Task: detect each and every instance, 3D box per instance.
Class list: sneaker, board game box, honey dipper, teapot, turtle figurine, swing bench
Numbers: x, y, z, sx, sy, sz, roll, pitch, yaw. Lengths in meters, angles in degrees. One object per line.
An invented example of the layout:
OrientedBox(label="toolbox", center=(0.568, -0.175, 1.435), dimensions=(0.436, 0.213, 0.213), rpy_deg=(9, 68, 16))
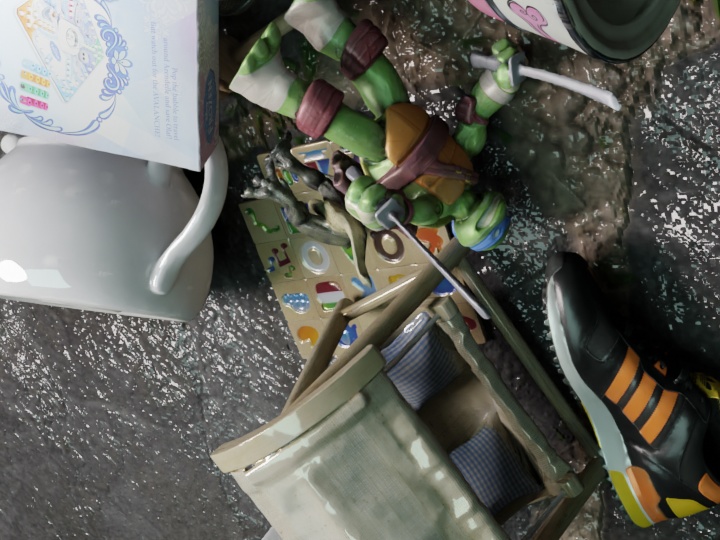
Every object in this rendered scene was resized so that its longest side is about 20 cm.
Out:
OrientedBox(label="sneaker", center=(0.184, 0.069, 0.816), dimensions=(0.089, 0.070, 0.202), rpy_deg=(-17, 109, 22))
OrientedBox(label="board game box", center=(-0.183, -0.172, 0.773), dimensions=(0.196, 0.044, 0.202), rpy_deg=(13, 127, 10))
OrientedBox(label="honey dipper", center=(-0.048, -0.164, 0.831), dimensions=(0.199, 0.038, 0.038), rpy_deg=(-28, 102, 37))
OrientedBox(label="teapot", center=(-0.190, -0.045, 0.918), dimensions=(0.197, 0.197, 0.148), rpy_deg=(8, 86, -1))
OrientedBox(label="turtle figurine", center=(0.033, -0.095, 0.744), dimensions=(0.193, 0.200, 0.145), rpy_deg=(38, 94, -6))
OrientedBox(label="swing bench", center=(0.043, 0.125, 0.834), dimensions=(0.129, 0.200, 0.200), rpy_deg=(-28, 104, 38))

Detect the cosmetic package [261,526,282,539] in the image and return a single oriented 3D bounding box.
OrientedBox(label="cosmetic package", center=(-0.055, 0.353, 1.043), dimensions=(0.163, 0.200, 0.167), rpy_deg=(23, 128, 18))

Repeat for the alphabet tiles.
OrientedBox(label="alphabet tiles", center=(0.000, 0.000, 0.920), dimensions=(0.165, 0.006, 0.202), rpy_deg=(-8, 113, 35))

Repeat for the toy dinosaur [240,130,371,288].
OrientedBox(label="toy dinosaur", center=(-0.028, -0.040, 0.808), dimensions=(0.088, 0.200, 0.048), rpy_deg=(40, 94, -9))

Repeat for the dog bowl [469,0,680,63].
OrientedBox(label="dog bowl", center=(0.102, -0.204, 0.607), dimensions=(0.073, 0.200, 0.203), rpy_deg=(12, 124, 33))

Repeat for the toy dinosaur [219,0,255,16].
OrientedBox(label="toy dinosaur", center=(-0.150, -0.180, 0.849), dimensions=(0.198, 0.103, 0.077), rpy_deg=(-23, 116, 29))
